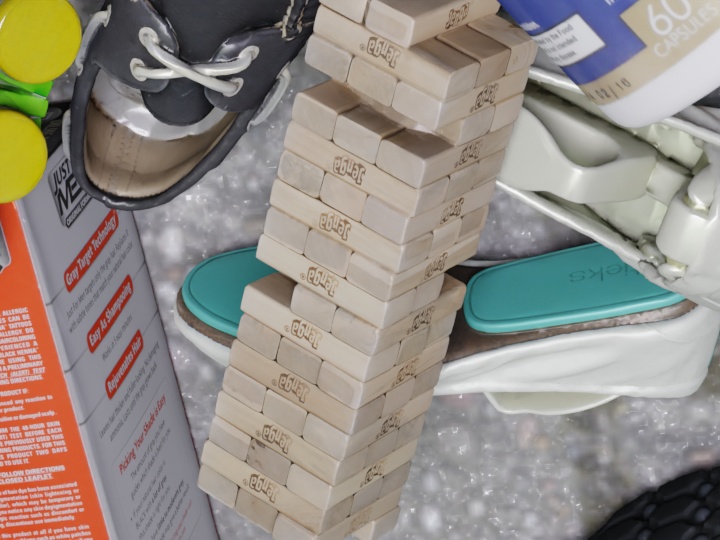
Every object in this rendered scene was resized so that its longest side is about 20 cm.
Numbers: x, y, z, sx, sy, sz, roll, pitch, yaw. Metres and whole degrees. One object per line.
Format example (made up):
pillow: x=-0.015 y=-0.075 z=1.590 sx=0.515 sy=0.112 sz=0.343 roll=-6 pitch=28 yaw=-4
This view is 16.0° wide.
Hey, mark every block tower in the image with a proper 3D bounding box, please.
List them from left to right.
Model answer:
block tower: x=0.000 y=0.000 z=0.828 sx=0.054 sy=0.058 sz=0.201 roll=30 pitch=122 yaw=26

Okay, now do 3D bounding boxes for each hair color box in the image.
hair color box: x=-0.110 y=0.050 z=0.933 sx=0.061 sy=0.102 sz=0.201 roll=-7 pitch=111 yaw=15

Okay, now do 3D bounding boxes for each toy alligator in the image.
toy alligator: x=-0.121 y=-0.090 z=0.811 sx=0.054 sy=0.059 sz=0.201 roll=11 pitch=100 yaw=-31

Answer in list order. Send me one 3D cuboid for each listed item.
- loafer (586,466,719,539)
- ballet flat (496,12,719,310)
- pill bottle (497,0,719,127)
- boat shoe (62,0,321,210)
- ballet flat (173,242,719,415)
loafer: x=0.101 y=0.132 z=0.945 sx=0.200 sy=0.068 sz=0.070 roll=-31 pitch=112 yaw=28
ballet flat: x=0.094 y=-0.026 z=0.839 sx=0.199 sy=0.069 sz=0.070 roll=27 pitch=118 yaw=17
pill bottle: x=0.048 y=-0.147 z=0.726 sx=0.200 sy=0.111 sz=0.111 roll=45 pitch=115 yaw=-9
boat shoe: x=-0.056 y=-0.074 z=0.826 sx=0.074 sy=0.061 sz=0.200 roll=21 pitch=159 yaw=-14
ballet flat: x=0.032 y=0.028 z=0.918 sx=0.199 sy=0.069 sz=0.070 roll=-3 pitch=113 yaw=13
